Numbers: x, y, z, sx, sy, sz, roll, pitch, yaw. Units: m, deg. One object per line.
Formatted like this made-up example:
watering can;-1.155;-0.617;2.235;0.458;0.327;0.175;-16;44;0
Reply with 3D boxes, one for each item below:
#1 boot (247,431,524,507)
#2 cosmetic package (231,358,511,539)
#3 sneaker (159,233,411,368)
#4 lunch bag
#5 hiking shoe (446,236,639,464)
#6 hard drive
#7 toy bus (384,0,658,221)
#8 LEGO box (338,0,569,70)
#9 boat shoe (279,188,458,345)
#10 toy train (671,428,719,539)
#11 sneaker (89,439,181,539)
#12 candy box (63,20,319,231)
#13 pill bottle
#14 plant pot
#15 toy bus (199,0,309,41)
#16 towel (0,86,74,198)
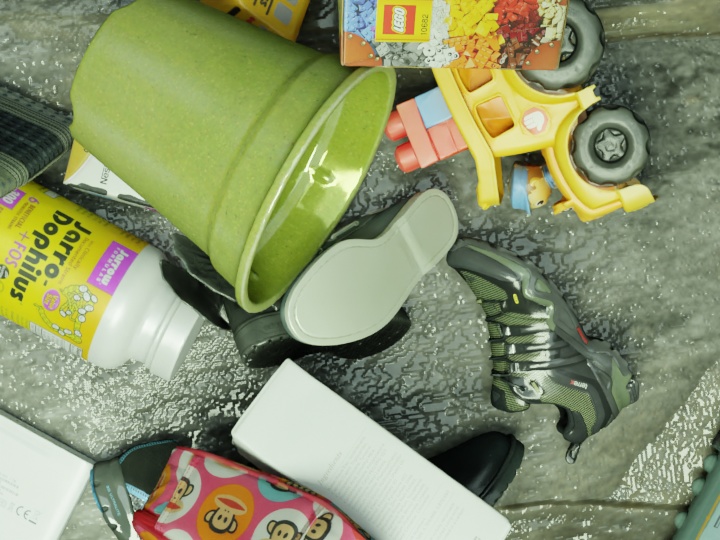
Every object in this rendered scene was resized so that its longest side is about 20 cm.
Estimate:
boot;0.012;0.160;0.951;0.168;0.076;0.200;45;93;-4
cosmetic package;0.005;0.156;0.865;0.199;0.102;0.074;37;75;5
sneaker;-0.055;0.018;0.940;0.197;0.060;0.105;-5;55;-39
lunch bag;-0.053;0.216;0.853;0.198;0.177;0.083;16;63;34
hiking shoe;0.132;0.062;0.961;0.200;0.076;0.101;44;84;-1
hard drive;-0.318;0.217;0.962;0.131;0.025;0.202;28;87;-1
toy bus;0.123;-0.113;0.948;0.190;0.136;0.202;-26;92;10
LEGO box;0.057;-0.225;0.827;0.146;0.202;0.078;1;131;-3
boat shoe;0.000;0.000;0.918;0.199;0.061;0.074;-39;109;-40
toy train;0.323;0.198;0.965;0.113;0.085;0.202;29;89;11
sneaker;-0.144;0.234;0.946;0.081;0.073;0.203;-24;93;-12
candy box;-0.127;-0.109;0.964;0.197;0.061;0.139;14;88;-1
pill bottle;-0.221;0.008;0.935;0.198;0.104;0.105;27;87;-1
plant pot;-0.102;-0.103;0.853;0.183;0.200;0.202;31;87;10
toy bus;-0.068;-0.266;0.942;0.078;0.065;0.203;31;60;-26
towel;-0.328;-0.118;0.896;0.198;0.193;0.035;26;111;-4
